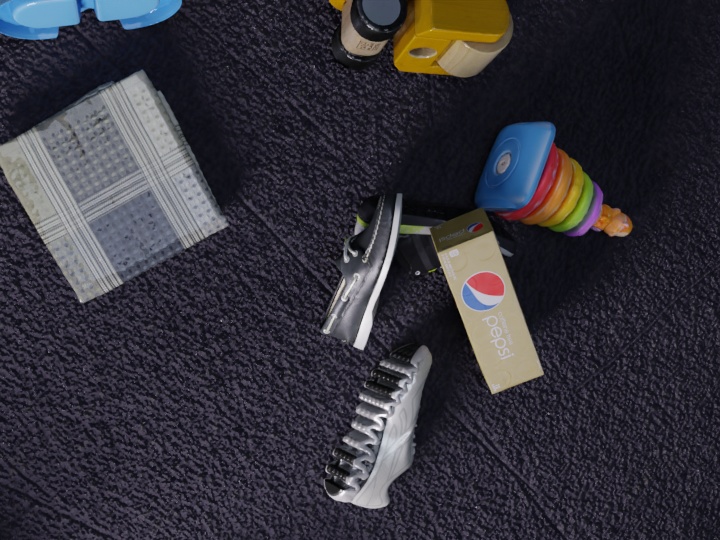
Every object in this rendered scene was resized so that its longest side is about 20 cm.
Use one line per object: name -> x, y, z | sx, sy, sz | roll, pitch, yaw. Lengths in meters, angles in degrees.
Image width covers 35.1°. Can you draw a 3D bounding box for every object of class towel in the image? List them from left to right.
towel -> -0.272, -0.094, 1.250 | 0.191, 0.035, 0.201 | -29, 100, -7

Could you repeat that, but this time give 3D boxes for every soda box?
soda box -> 0.143, 0.036, 1.284 | 0.067, 0.064, 0.201 | -21, 117, 4

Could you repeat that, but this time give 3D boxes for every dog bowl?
dog bowl -> -0.291, -0.294, 1.199 | 0.198, 0.111, 0.050 | -10, 81, -12

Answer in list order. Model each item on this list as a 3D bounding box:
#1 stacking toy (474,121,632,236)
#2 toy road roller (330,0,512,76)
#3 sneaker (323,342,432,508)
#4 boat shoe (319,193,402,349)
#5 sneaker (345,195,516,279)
stacking toy -> 0.241, -0.083, 1.333 | 0.199, 0.116, 0.111 | 25, 81, -26
toy road roller -> 0.064, -0.305, 1.262 | 0.198, 0.123, 0.148 | 5, 79, -14
sneaker -> 0.034, 0.179, 1.307 | 0.081, 0.075, 0.201 | 28, 88, -25
boat shoe -> 0.000, 0.000, 1.252 | 0.060, 0.076, 0.202 | 15, 119, -1
sneaker -> 0.080, -0.031, 1.317 | 0.198, 0.072, 0.084 | 11, 113, -11
